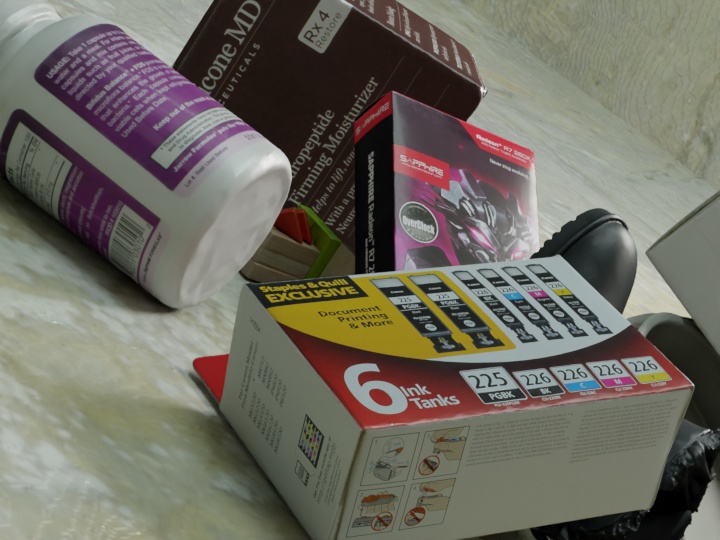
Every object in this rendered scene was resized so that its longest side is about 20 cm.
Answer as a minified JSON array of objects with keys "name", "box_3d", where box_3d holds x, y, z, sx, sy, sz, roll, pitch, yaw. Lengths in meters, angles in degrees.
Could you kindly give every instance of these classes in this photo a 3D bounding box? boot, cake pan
[{"name":"boot","box_3d":[0.140,0.073,1.156,0.162,0.198,0.073,32,-15,38]},{"name":"cake pan","box_3d":[0.210,0.125,1.261,0.200,0.037,0.200,37,40,-40]}]

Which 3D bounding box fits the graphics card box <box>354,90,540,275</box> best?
[{"name":"graphics card box","box_3d":[0.058,-0.010,1.313,0.125,0.051,0.200,21,53,-29]}]

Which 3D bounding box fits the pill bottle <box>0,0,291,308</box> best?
[{"name":"pill bottle","box_3d":[-0.147,-0.077,1.164,0.200,0.112,0.112,38,14,14]}]

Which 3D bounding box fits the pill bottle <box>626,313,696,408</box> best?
[{"name":"pill bottle","box_3d":[0.226,0.090,1.447,0.116,0.116,0.200,41,15,27]}]

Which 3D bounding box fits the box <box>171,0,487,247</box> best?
[{"name":"box","box_3d":[-0.034,-0.137,1.525,0.200,0.166,0.164,31,14,-9]}]

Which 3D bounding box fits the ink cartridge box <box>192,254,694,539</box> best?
[{"name":"ink cartridge box","box_3d":[0.037,0.054,1.047,0.200,0.084,0.176,-5,34,-31]}]

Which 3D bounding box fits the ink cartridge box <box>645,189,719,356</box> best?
[{"name":"ink cartridge box","box_3d":[0.280,0.020,1.367,0.147,0.083,0.200,55,14,11]}]

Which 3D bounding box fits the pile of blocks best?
[{"name":"pile of blocks","box_3d":[0.000,0.000,1.348,0.200,0.062,0.082,29,14,-20]}]
